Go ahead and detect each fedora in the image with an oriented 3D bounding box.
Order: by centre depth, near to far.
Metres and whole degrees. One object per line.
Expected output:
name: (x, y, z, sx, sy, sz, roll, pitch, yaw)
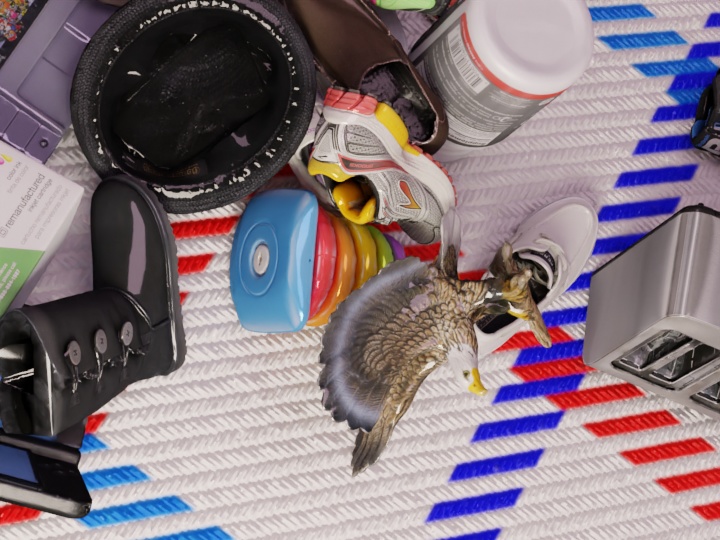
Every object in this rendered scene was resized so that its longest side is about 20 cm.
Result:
fedora: (-0.137, -0.145, 1.629, 0.199, 0.092, 0.202, -2, 102, -10)

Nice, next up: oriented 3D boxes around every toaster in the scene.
toaster: (0.313, 0.041, 1.727, 0.180, 0.200, 0.119, 22, 61, -16)

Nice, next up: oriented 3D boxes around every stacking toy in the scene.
stacking toy: (0.000, 0.000, 1.668, 0.199, 0.109, 0.117, 6, 86, -33)

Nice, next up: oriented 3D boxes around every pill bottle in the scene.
pill bottle: (0.104, -0.171, 1.701, 0.115, 0.200, 0.117, 7, 71, -21)

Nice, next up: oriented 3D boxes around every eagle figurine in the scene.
eagle figurine: (0.050, 0.058, 1.601, 0.199, 0.151, 0.153, -28, 107, -2)

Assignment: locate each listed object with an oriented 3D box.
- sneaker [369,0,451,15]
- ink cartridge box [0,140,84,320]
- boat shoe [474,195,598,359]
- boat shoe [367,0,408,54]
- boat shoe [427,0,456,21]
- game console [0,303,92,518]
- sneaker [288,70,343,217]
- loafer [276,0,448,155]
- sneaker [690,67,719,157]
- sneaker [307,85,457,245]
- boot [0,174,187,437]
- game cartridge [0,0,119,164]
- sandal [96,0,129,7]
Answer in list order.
sneaker: (0.033, -0.282, 1.716, 0.083, 0.077, 0.201, 20, 40, -29)
ink cartridge box: (-0.332, -0.041, 1.507, 0.199, 0.084, 0.145, 29, 53, -2)
boat shoe: (0.147, 0.000, 1.742, 0.200, 0.066, 0.072, -39, 91, -28)
boat shoe: (-0.005, -0.229, 1.749, 0.071, 0.071, 0.201, -1, 54, -11)
boat shoe: (0.078, -0.321, 1.817, 0.071, 0.063, 0.202, 3, 74, -25)
game console: (-0.289, 0.087, 1.499, 0.199, 0.176, 0.117, 17, 96, -17)
sneaker: (-0.043, -0.138, 1.680, 0.074, 0.100, 0.201, -28, 85, 3)
loafer: (0.005, -0.174, 1.630, 0.200, 0.071, 0.073, 44, 87, -9)
sneaker: (0.363, -0.096, 1.870, 0.111, 0.073, 0.202, 1, 65, -20)
sneaker: (0.011, -0.068, 1.607, 0.200, 0.077, 0.083, 43, 66, -52)
boot: (-0.211, 0.023, 1.508, 0.200, 0.065, 0.166, -23, 99, -60)
game cartridge: (-0.264, -0.193, 1.643, 0.129, 0.038, 0.201, 36, 63, -14)
sandal: (-0.128, -0.234, 1.640, 0.198, 0.082, 0.055, 11, 28, -13)
